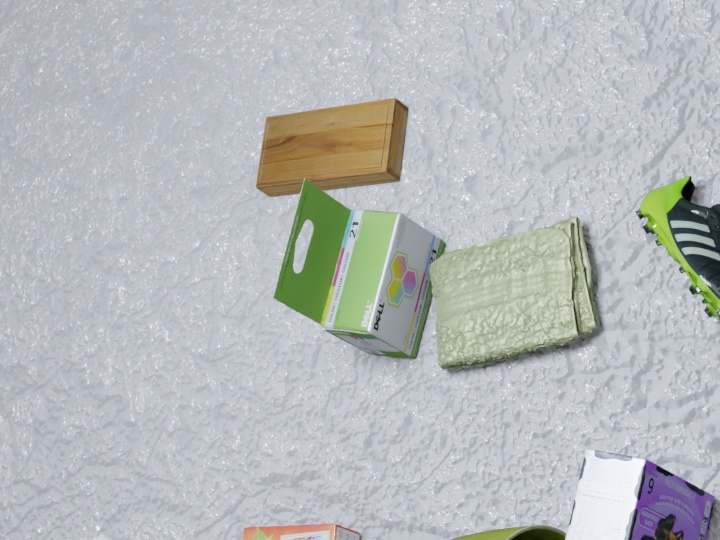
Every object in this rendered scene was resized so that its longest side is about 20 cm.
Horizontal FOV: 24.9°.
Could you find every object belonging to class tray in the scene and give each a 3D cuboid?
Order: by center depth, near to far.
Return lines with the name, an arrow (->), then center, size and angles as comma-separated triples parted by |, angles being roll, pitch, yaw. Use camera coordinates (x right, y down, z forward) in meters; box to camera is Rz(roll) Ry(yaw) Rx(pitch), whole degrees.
tray -> -0.038, -0.154, 2.053 | 0.199, 0.037, 0.099 | -5, 68, 34

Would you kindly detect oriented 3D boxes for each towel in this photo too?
towel -> 0.169, 0.030, 1.833 | 0.199, 0.036, 0.150 | -17, 63, 28

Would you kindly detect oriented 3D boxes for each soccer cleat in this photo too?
soccer cleat -> 0.365, -0.020, 1.703 | 0.081, 0.068, 0.201 | -33, 54, 4

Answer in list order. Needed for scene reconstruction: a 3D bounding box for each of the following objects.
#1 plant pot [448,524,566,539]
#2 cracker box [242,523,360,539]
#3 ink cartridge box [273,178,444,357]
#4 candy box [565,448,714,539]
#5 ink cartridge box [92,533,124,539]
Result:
plant pot -> 0.111, 0.350, 1.671 | 0.199, 0.186, 0.189 | -5, 67, 49
cracker box -> -0.076, 0.391, 1.841 | 0.133, 0.058, 0.202 | -8, 66, 33
ink cartridge box -> 0.000, 0.000, 1.857 | 0.075, 0.200, 0.149 | 6, 75, 36
candy box -> 0.261, 0.293, 1.576 | 0.071, 0.167, 0.202 | 5, 75, 38
ink cartridge box -> -0.262, 0.425, 1.939 | 0.199, 0.083, 0.146 | 28, 88, 39
